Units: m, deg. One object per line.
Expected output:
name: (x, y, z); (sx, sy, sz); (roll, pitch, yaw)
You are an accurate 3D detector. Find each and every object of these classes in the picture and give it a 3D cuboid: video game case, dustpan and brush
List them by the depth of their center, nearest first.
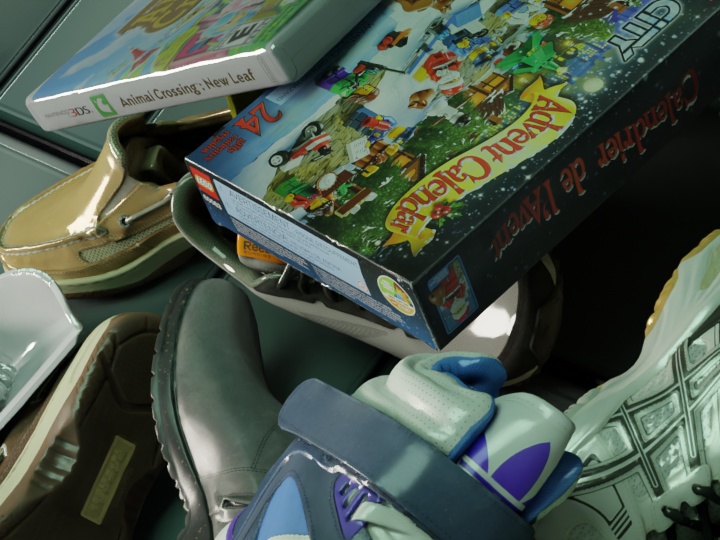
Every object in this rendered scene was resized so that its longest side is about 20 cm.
video game case: (-0.031, -0.135, 1.031); (0.182, 0.022, 0.200); (-6, 35, 50)
dustpan and brush: (-0.194, 0.042, 1.130); (0.140, 0.057, 0.200); (-47, 11, 4)

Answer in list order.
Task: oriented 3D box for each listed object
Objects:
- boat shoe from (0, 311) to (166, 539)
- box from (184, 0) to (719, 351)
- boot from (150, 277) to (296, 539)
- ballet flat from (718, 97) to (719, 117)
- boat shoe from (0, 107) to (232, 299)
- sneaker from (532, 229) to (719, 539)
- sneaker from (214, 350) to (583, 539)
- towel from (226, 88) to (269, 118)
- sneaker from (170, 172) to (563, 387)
boat shoe: (-0.139, 0.112, 1.036); (0.202, 0.075, 0.075); (-58, 22, -19)
box: (0.049, -0.069, 0.920); (0.200, 0.038, 0.137); (-42, 44, -20)
boot: (-0.012, 0.077, 0.971); (0.132, 0.070, 0.200); (-20, 56, 19)
ballet flat: (0.170, -0.078, 0.950); (0.067, 0.067, 0.200); (-53, 30, 34)
boat shoe: (-0.099, -0.045, 1.124); (0.200, 0.076, 0.072); (-18, 46, 24)
sneaker: (0.126, 0.068, 0.857); (0.088, 0.076, 0.200); (16, 67, 44)
sneaker: (0.013, 0.103, 0.789); (0.146, 0.081, 0.200); (-44, 21, 19)
towel: (-0.023, -0.097, 1.042); (0.086, 0.018, 0.200); (-27, 32, 5)
sneaker: (0.000, 0.000, 0.988); (0.200, 0.079, 0.074); (21, 102, 40)
